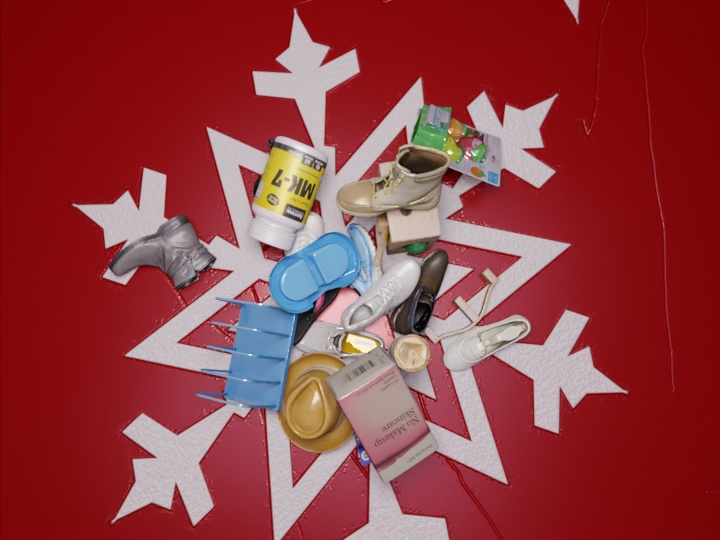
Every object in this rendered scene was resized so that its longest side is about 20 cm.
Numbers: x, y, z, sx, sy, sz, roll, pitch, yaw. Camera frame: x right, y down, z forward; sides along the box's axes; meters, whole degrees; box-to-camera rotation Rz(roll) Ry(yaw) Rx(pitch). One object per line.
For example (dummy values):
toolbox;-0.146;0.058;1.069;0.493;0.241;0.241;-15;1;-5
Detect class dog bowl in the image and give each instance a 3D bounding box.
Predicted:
dog bowl;-0.095;0.002;1.150;0.199;0.049;0.113;-32;103;-22

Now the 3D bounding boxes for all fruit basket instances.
fruit basket;0.205;-0.268;1.215;0.197;0.094;0.187;16;45;0

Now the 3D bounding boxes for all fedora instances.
fedora;-0.092;0.266;1.154;0.197;0.082;0.204;0;89;13

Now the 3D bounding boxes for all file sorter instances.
file sorter;-0.226;0.161;1.142;0.137;0.122;0.203;6;82;27

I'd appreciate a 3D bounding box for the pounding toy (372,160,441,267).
pounding toy;0.078;-0.104;1.172;0.140;0.184;0.203;-8;83;-2

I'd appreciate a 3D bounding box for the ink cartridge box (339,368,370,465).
ink cartridge box;0.024;0.290;1.197;0.093;0.037;0.203;-13;85;-3

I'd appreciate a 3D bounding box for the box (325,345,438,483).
box;0.040;0.268;1.094;0.127;0.109;0.202;-30;107;-8

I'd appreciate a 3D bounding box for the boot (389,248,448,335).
boot;0.140;0.048;1.189;0.074;0.097;0.202;31;84;-18

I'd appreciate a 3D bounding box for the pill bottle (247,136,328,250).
pill bottle;-0.147;-0.150;1.150;0.113;0.114;0.203;20;94;2

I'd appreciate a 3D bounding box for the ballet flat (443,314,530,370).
ballet flat;0.263;0.146;1.202;0.198;0.069;0.070;-25;83;-4

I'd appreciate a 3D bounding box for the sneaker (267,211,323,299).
sneaker;-0.126;-0.025;1.202;0.074;0.081;0.202;22;87;-11

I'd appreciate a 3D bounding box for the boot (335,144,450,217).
boot;0.053;-0.158;1.025;0.197;0.155;0.073;-4;73;-2

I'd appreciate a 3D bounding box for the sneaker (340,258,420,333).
sneaker;0.043;0.055;1.141;0.200;0.080;0.071;-43;90;0

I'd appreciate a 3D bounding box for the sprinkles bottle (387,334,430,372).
sprinkles bottle;0.090;0.160;1.129;0.067;0.200;0.069;0;83;0

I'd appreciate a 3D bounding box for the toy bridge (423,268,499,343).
toy bridge;0.224;0.083;1.228;0.200;0.027;0.067;-43;88;-6

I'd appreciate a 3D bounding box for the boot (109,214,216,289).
boot;-0.413;-0.013;1.215;0.199;0.070;0.133;-33;89;0

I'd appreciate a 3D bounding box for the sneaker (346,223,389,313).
sneaker;0.000;0.000;1.213;0.089;0.078;0.203;-15;83;1

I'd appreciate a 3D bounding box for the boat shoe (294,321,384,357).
boat shoe;-0.047;0.145;1.194;0.197;0.070;0.072;10;81;3

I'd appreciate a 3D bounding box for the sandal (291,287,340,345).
sandal;-0.104;0.062;1.199;0.074;0.045;0.201;24;72;25

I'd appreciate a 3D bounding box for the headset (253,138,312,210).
headset;-0.172;-0.180;1.248;0.122;0.094;0.203;-11;98;-7
